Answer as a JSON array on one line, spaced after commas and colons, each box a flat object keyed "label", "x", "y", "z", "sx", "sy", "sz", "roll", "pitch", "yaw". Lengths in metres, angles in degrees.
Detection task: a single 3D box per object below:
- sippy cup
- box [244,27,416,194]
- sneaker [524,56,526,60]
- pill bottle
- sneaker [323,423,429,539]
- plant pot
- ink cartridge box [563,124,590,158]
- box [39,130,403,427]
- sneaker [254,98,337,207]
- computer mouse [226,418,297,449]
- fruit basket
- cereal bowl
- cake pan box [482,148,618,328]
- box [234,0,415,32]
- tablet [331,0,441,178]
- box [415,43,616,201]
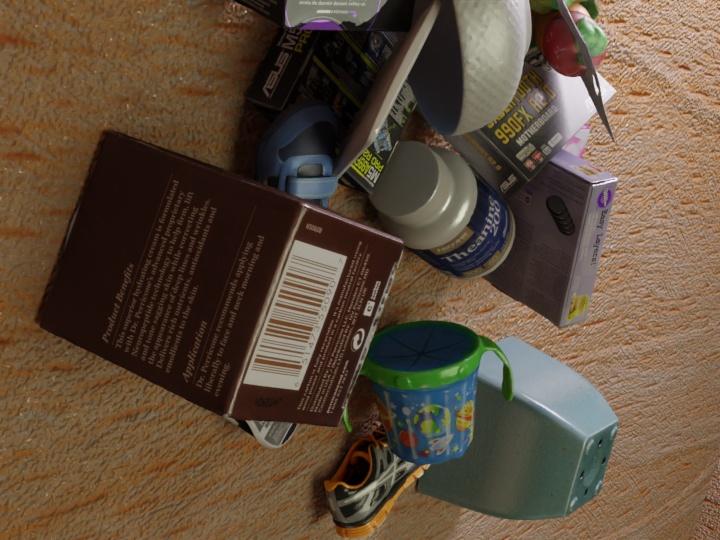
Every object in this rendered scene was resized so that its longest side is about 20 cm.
[{"label": "sippy cup", "x": 0.074, "y": 0.142, "z": 1.387, "sx": 0.140, "sy": 0.177, "sz": 0.131, "roll": -43, "pitch": 131, "yaw": -55}, {"label": "box", "x": -0.011, "y": -0.182, "z": 1.157, "sx": 0.160, "sy": 0.044, "sz": 0.200, "roll": -64, "pitch": 149, "yaw": -7}, {"label": "sneaker", "x": 0.122, "y": -0.241, "z": 1.193, "sx": 0.084, "sy": 0.200, "sz": 0.077, "roll": -6, "pitch": 117, "yaw": -13}, {"label": "pill bottle", "x": 0.085, "y": -0.066, "z": 1.318, "sx": 0.200, "sy": 0.111, "sz": 0.111, "roll": 31, "pitch": 82, "yaw": -60}, {"label": "sneaker", "x": 0.025, "y": 0.220, "z": 1.448, "sx": 0.200, "sy": 0.078, "sz": 0.077, "roll": -53, "pitch": 127, "yaw": -38}, {"label": "plant pot", "x": 0.226, "y": 0.224, "z": 1.645, "sx": 0.196, "sy": 0.200, "sz": 0.196, "roll": -12, "pitch": 118, "yaw": -56}, {"label": "ink cartridge box", "x": 0.229, "y": -0.143, "z": 1.576, "sx": 0.196, "sy": 0.043, "sz": 0.200, "roll": -11, "pitch": 119, "yaw": -55}, {"label": "box", "x": -0.106, "y": 0.009, "z": 0.968, "sx": 0.164, "sy": 0.200, "sz": 0.166, "roll": 16, "pitch": 95, "yaw": -60}, {"label": "sneaker", "x": -0.056, "y": -0.054, "z": 1.089, "sx": 0.074, "sy": 0.082, "sz": 0.200, "roll": -5, "pitch": 125, "yaw": -38}, {"label": "computer mouse", "x": -0.118, "y": 0.106, "z": 1.172, "sx": 0.110, "sy": 0.044, "sz": 0.200, "roll": -60, "pitch": 144, "yaw": -23}, {"label": "fruit basket", "x": 0.213, "y": -0.252, "z": 1.250, "sx": 0.094, "sy": 0.200, "sz": 0.185, "roll": -29, "pitch": 148, "yaw": 6}, {"label": "cereal bowl", "x": 0.090, "y": -0.220, "z": 1.051, "sx": 0.083, "sy": 0.200, "sz": 0.200, "roll": -15, "pitch": 130, "yaw": -10}, {"label": "cake pan box", "x": 0.192, "y": -0.058, "z": 1.418, "sx": 0.052, "sy": 0.200, "sz": 0.185, "roll": -13, "pitch": 123, "yaw": -36}, {"label": "box", "x": -0.021, "y": -0.298, "z": 0.970, "sx": 0.122, "sy": 0.106, "sz": 0.200, "roll": -5, "pitch": 116, "yaw": -29}, {"label": "tablet", "x": 0.017, "y": -0.149, "z": 1.052, "sx": 0.130, "sy": 0.014, "sz": 0.200, "roll": -64, "pitch": -174, "yaw": -9}, {"label": "box", "x": 0.165, "y": -0.190, "z": 1.330, "sx": 0.200, "sy": 0.158, "sz": 0.048, "roll": -42, "pitch": 178, "yaw": -37}]
